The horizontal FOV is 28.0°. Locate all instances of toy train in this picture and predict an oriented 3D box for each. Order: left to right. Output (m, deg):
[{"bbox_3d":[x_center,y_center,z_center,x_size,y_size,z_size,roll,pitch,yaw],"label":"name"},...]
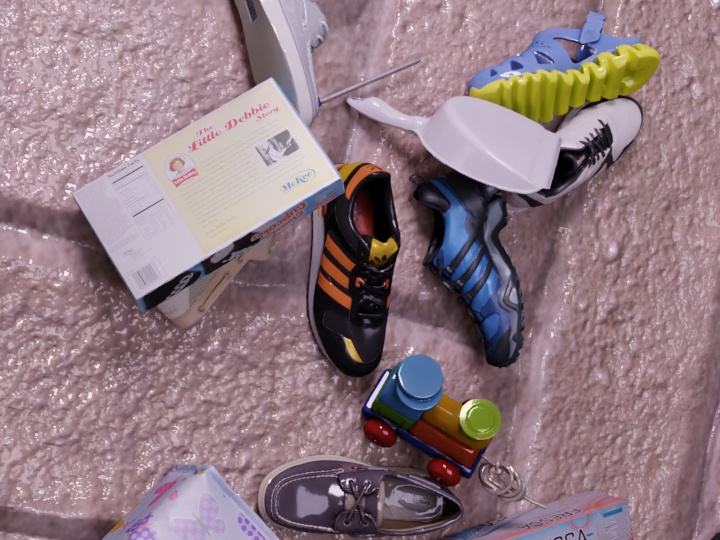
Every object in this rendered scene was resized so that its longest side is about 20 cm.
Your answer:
[{"bbox_3d":[0.104,0.151,1.323,0.200,0.116,0.085,32,68,2],"label":"toy train"}]

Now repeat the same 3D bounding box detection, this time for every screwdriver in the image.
[{"bbox_3d":[-0.026,-0.165,1.335,0.200,0.028,0.029,-31,113,-22],"label":"screwdriver"}]

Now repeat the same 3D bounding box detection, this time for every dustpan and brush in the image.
[{"bbox_3d":[0.083,-0.130,1.348,0.200,0.140,0.057,30,119,-2],"label":"dustpan and brush"}]

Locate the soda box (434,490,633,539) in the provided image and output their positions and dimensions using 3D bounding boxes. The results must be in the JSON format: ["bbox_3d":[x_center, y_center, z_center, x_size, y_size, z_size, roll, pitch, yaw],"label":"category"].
[{"bbox_3d":[0.171,0.274,1.420,0.200,0.068,0.064,-11,95,-28],"label":"soda box"}]

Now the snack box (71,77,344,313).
[{"bbox_3d":[-0.128,-0.066,1.220,0.200,0.037,0.116,-31,71,-7],"label":"snack box"}]

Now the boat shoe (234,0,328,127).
[{"bbox_3d":[-0.064,-0.224,1.285,0.071,0.070,0.201,-15,86,-29],"label":"boat shoe"}]

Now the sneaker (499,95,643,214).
[{"bbox_3d":[0.218,-0.115,1.439,0.200,0.080,0.074,-35,104,-25],"label":"sneaker"}]

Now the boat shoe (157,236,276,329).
[{"bbox_3d":[-0.109,-0.035,1.274,0.200,0.072,0.065,-49,121,-18],"label":"boat shoe"}]

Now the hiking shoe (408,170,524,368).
[{"bbox_3d":[0.103,-0.001,1.393,0.087,0.074,0.200,-11,93,-8],"label":"hiking shoe"}]

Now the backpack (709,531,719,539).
[{"bbox_3d":[0.419,0.404,1.524,0.163,0.154,0.200,-42,121,-28],"label":"backpack"}]

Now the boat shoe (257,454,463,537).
[{"bbox_3d":[0.004,0.211,1.333,0.200,0.065,0.072,9,86,-28],"label":"boat shoe"}]

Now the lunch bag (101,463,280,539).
[{"bbox_3d":[-0.137,0.292,1.228,0.200,0.127,0.170,48,67,-9],"label":"lunch bag"}]

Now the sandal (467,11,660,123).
[{"bbox_3d":[0.193,-0.203,1.438,0.200,0.080,0.087,-16,61,-20],"label":"sandal"}]

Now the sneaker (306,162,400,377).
[{"bbox_3d":[0.000,0.000,1.316,0.070,0.090,0.200,-3,91,-28],"label":"sneaker"}]
